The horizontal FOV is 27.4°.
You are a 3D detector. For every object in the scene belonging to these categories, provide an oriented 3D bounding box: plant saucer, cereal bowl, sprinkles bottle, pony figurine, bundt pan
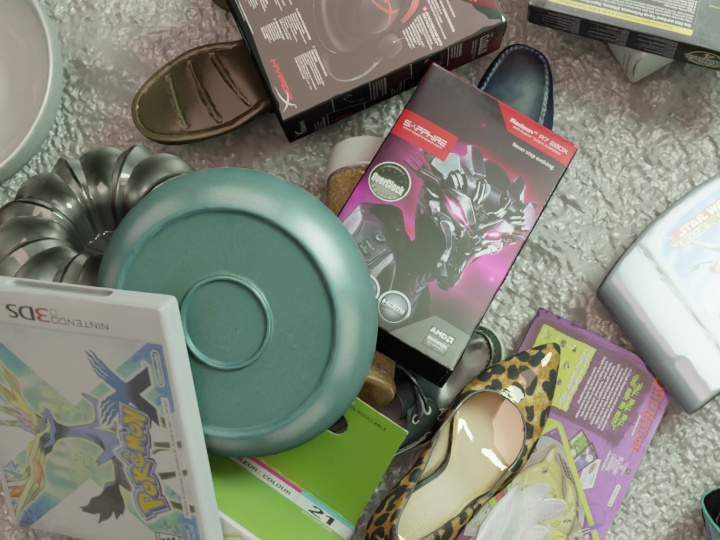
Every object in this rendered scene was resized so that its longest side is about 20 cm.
[{"bbox_3d":[-0.088,0.033,0.988,0.198,0.027,0.202,2,101,11],"label":"plant saucer"},{"bbox_3d":[-0.327,-0.149,1.174,0.198,0.083,0.202,-1,81,6],"label":"cereal bowl"},{"bbox_3d":[0.000,0.000,1.091,0.068,0.068,0.201,2,61,6],"label":"sprinkles bottle"},{"bbox_3d":[0.084,0.262,1.011,0.200,0.193,0.167,-33,86,36],"label":"pony figurine"},{"bbox_3d":[-0.186,-0.017,1.093,0.200,0.076,0.203,-4,48,4],"label":"bundt pan"}]

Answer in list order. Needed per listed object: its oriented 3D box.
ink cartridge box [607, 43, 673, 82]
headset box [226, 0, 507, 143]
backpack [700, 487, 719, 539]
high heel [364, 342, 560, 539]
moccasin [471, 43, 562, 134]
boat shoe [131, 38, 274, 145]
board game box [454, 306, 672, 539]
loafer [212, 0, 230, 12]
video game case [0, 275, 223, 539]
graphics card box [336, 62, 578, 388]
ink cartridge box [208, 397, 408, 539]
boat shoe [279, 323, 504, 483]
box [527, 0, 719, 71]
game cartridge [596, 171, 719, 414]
[{"bbox_3d":[0.222,-0.270,1.136,0.145,0.085,0.201,-29,81,1],"label":"ink cartridge box"},{"bbox_3d":[0.006,-0.206,1.088,0.199,0.075,0.150,-25,83,-2],"label":"headset box"},{"bbox_3d":[0.332,0.211,0.986,0.174,0.200,0.155,-13,96,2],"label":"backpack"},{"bbox_3d":[0.080,0.128,1.026,0.071,0.143,0.200,40,88,5],"label":"high heel"},{"bbox_3d":[0.107,-0.080,1.123,0.080,0.068,0.202,12,80,8],"label":"moccasin"},{"bbox_3d":[-0.082,-0.150,1.157,0.199,0.068,0.072,-25,83,-1],"label":"boat shoe"},{"bbox_3d":[0.144,0.143,1.104,0.119,0.032,0.201,26,85,14],"label":"board game box"},{"bbox_3d":[-0.044,-0.284,1.178,0.200,0.067,0.076,-45,75,13],"label":"loafer"},{"bbox_3d":[-0.187,0.102,1.015,0.181,0.022,0.201,6,118,28],"label":"video game case"},{"bbox_3d":[0.054,-0.034,1.039,0.125,0.051,0.201,31,71,4],"label":"graphics card box"},{"bbox_3d":[-0.076,0.160,1.047,0.147,0.076,0.201,33,124,10],"label":"ink cartridge box"},{"bbox_3d":[0.021,0.101,1.103,0.198,0.066,0.075,-27,78,1],"label":"boat shoe"},{"bbox_3d":[0.235,-0.236,1.062,0.198,0.049,0.162,14,82,7],"label":"box"},{"bbox_3d":[0.281,-0.003,1.095,0.199,0.042,0.134,-35,82,-9],"label":"game cartridge"}]
